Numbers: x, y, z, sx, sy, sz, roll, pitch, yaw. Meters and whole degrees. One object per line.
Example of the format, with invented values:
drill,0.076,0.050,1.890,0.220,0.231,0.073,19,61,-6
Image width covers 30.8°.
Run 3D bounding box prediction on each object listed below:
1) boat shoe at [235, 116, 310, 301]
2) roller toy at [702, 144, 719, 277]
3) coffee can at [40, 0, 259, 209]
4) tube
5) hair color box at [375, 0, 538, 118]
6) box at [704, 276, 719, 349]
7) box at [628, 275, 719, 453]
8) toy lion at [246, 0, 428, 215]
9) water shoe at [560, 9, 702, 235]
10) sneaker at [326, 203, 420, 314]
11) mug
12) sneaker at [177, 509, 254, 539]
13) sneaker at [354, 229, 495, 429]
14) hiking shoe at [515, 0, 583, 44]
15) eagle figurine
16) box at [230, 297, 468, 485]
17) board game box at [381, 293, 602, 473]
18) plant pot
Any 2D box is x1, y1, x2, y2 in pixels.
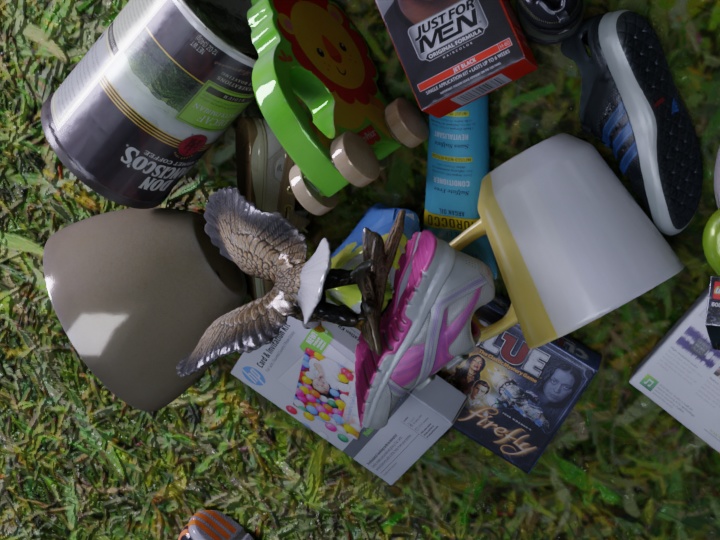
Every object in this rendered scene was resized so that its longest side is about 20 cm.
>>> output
boat shoe,-0.082,-0.054,1.253,0.066,0.074,0.200,-8,128,-16
roller toy,0.376,-0.073,1.025,0.182,0.140,0.201,11,98,9
coffee can,-0.180,-0.176,1.208,0.146,0.146,0.200,47,116,0
tube,0.090,-0.089,1.199,0.077,0.050,0.201,12,118,27
hair color box,0.064,-0.243,1.110,0.101,0.061,0.200,-26,81,17
box,0.345,0.044,1.025,0.136,0.200,0.038,8,84,17
box,0.357,0.070,1.157,0.144,0.036,0.200,39,117,5
toy lion,-0.035,-0.164,1.128,0.069,0.200,0.192,-32,96,29
water shoe,0.236,-0.127,1.129,0.079,0.071,0.200,-3,111,50
sneaker,0.000,0.000,1.251,0.076,0.105,0.200,40,147,-15
mug,0.161,-0.024,1.131,0.186,0.149,0.153,-28,87,-3
sneaker,-0.123,0.357,1.416,0.200,0.078,0.112,40,121,16
sneaker,0.055,0.064,1.129,0.088,0.081,0.200,16,123,-16
hiking shoe,0.137,-0.288,1.063,0.076,0.101,0.200,-24,88,1
eagle figurine,-0.072,0.018,1.118,0.199,0.152,0.151,6,122,18
box,-0.015,0.110,1.259,0.200,0.041,0.156,36,142,0
board game box,0.109,0.087,1.245,0.200,0.035,0.136,31,118,5
plant pot,-0.189,0.018,1.262,0.134,0.200,0.201,-29,96,13
